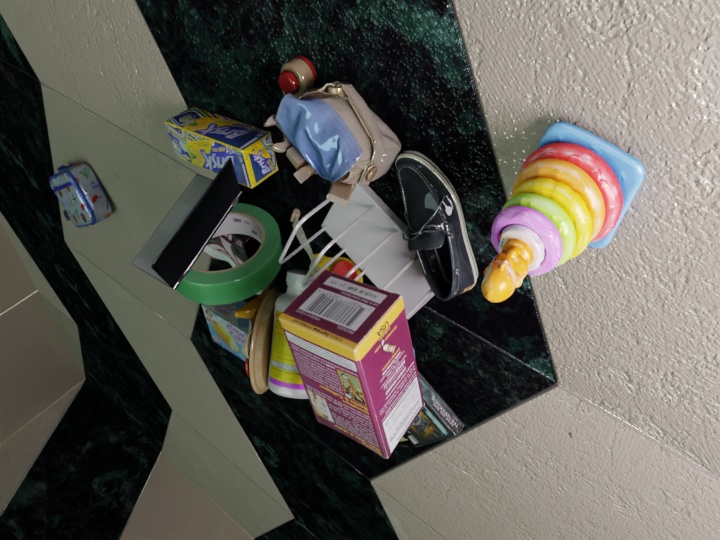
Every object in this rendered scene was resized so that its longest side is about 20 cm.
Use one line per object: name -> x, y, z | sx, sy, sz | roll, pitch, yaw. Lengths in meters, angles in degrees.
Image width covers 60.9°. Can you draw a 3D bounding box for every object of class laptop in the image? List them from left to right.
laptop -> -0.278, -0.084, 0.936 | 0.198, 0.189, 0.116 | 22, 162, 37

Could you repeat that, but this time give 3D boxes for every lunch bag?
lunch bag -> -0.725, -0.195, 1.575 | 0.198, 0.075, 0.163 | 0, 121, 48

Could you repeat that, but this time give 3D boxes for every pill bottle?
pill bottle -> -0.099, 0.106, 1.042 | 0.103, 0.103, 0.205 | 11, 98, 43

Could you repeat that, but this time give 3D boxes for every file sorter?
file sorter -> 0.000, 0.000, 0.867 | 0.200, 0.124, 0.139 | 46, 147, 4

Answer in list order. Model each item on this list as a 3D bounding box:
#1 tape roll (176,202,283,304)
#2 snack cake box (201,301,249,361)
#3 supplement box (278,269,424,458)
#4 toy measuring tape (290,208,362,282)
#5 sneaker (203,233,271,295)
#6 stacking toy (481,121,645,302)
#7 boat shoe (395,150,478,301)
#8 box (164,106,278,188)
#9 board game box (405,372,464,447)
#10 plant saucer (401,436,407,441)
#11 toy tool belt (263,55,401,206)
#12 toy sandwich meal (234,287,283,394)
tape roll -> -0.230, -0.033, 1.034 | 0.198, 0.200, 0.049 | 28, 143, 28
snack cake box -> -0.253, 0.136, 1.349 | 0.198, 0.067, 0.117 | 25, 141, 32
supplement box -> -0.005, 0.120, 0.786 | 0.129, 0.103, 0.203 | 18, 137, 35
toy measuring tape -> -0.047, -0.016, 0.983 | 0.203, 0.072, 0.074 | 63, 152, 21
sneaker -> -0.229, -0.055, 1.143 | 0.199, 0.081, 0.087 | 40, 135, 0
stacking toy -> 0.165, -0.036, 0.568 | 0.109, 0.200, 0.117 | 33, 145, 21
boat shoe -> 0.090, -0.052, 0.767 | 0.074, 0.062, 0.203 | 2, 122, 49
box -> -0.226, -0.202, 0.989 | 0.197, 0.064, 0.071 | 24, 140, 33
board game box -> 0.064, 0.197, 0.999 | 0.201, 0.028, 0.135 | 49, 146, -1
plant saucer -> 0.007, 0.227, 1.074 | 0.201, 0.031, 0.200 | 50, 180, 1
toy tool belt -> -0.055, -0.175, 0.760 | 0.200, 0.123, 0.125 | 44, 146, 8
toy sandwich meal -> -0.179, 0.119, 1.097 | 0.069, 0.208, 0.208 | 7, 135, 10
